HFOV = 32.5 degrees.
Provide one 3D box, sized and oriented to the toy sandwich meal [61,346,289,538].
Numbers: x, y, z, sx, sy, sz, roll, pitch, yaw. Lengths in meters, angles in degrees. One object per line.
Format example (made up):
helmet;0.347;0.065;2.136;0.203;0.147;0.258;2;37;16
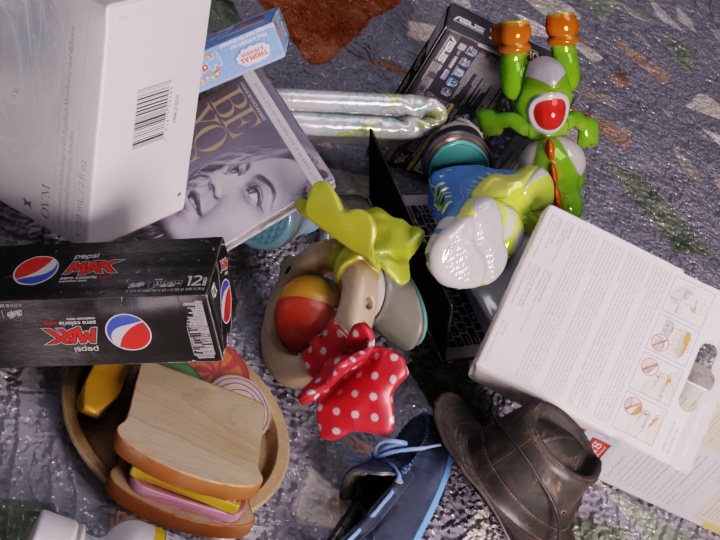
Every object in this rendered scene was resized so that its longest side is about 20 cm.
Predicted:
toy sandwich meal;-0.131;0.103;0.919;0.202;0.071;0.207;21;38;-17

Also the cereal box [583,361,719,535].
cereal box;0.300;0.157;1.123;0.198;0.145;0.040;26;36;-11

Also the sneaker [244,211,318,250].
sneaker;-0.116;-0.086;1.157;0.199;0.080;0.130;35;20;19

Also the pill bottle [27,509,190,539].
pill bottle;-0.119;0.222;0.758;0.197;0.112;0.112;24;36;-11

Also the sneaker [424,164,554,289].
sneaker;0.089;-0.042;1.088;0.104;0.077;0.199;11;25;32

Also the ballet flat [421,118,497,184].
ballet flat;0.100;-0.104;1.207;0.073;0.073;0.200;56;6;30

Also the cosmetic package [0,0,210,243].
cosmetic package;-0.241;-0.158;0.986;0.198;0.202;0.122;27;32;25

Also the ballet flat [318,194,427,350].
ballet flat;0.000;0.000;1.146;0.063;0.068;0.201;8;36;-28

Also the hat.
hat;0.147;0.158;1.002;0.201;0.081;0.201;47;13;-14

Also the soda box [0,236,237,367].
soda box;-0.193;0.023;0.891;0.196;0.064;0.071;-2;37;8

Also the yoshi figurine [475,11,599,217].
yoshi figurine;0.180;-0.144;1.213;0.111;0.111;0.204;-11;96;-45

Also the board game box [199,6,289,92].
board game box;-0.141;-0.195;1.146;0.200;0.149;0.037;-96;164;-75

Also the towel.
towel;-0.029;-0.147;1.201;0.196;0.049;0.171;1;5;-10

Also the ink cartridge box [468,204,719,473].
ink cartridge box;0.213;0.060;1.053;0.198;0.050;0.163;27;75;5

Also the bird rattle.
bird rattle;-0.021;0.040;1.009;0.111;0.162;0.204;16;70;-36

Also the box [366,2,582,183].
box;0.117;-0.167;1.308;0.159;0.201;0.050;24;47;-10

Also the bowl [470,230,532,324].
bowl;0.183;0.024;1.166;0.201;0.090;0.202;47;18;-21

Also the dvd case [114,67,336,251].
dvd case;-0.138;-0.077;1.060;0.198;0.016;0.150;-30;60;-5

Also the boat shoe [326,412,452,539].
boat shoe;0.019;0.170;0.944;0.068;0.084;0.201;40;33;-8

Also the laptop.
laptop;0.088;-0.023;1.168;0.198;0.116;0.189;-4;60;-40
